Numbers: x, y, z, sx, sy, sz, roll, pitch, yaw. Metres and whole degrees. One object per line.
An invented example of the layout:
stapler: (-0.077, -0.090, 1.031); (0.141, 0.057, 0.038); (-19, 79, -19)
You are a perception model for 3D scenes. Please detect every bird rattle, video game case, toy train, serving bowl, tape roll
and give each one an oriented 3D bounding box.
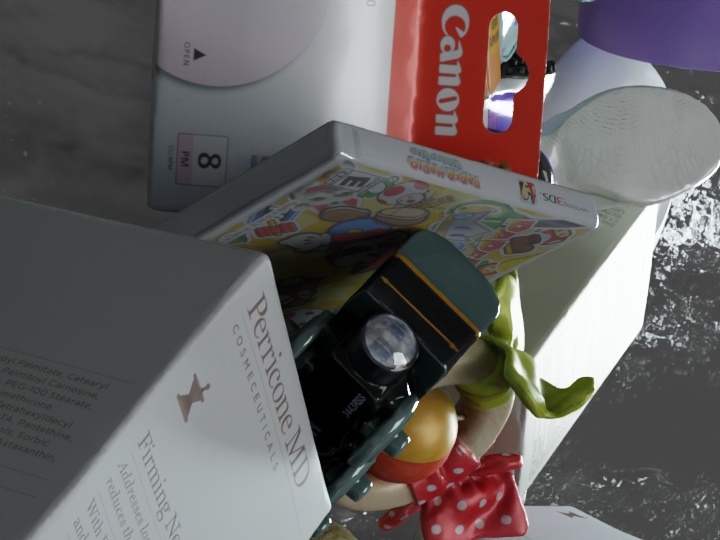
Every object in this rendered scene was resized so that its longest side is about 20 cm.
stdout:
bird rattle: (0.039, 0.086, 1.322); (0.162, 0.113, 0.200); (-3, 144, -34)
video game case: (-0.011, -0.010, 1.158); (0.181, 0.199, 0.023); (13, 60, -41)
toy train: (-0.008, 0.061, 1.149); (0.114, 0.085, 0.200); (-44, 176, -36)
serving bowl: (0.182, -0.065, 1.655); (0.200, 0.065, 0.202); (-34, 130, -52)
tape roll: (0.251, -0.202, 1.585); (0.200, 0.199, 0.086); (-28, 124, -54)

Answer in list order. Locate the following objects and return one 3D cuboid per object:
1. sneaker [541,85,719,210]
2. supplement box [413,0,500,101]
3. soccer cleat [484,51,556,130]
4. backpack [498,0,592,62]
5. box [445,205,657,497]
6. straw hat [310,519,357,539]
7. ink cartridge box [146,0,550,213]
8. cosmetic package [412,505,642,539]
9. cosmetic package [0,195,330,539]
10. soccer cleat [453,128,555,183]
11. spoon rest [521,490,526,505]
sneaker: (0.127, -0.065, 1.440); (0.088, 0.199, 0.076); (154, -78, -79)
supplement box: (0.038, -0.193, 1.207); (0.067, 0.068, 0.202); (-57, 143, -74)
soccer cleat: (0.056, -0.096, 1.422); (0.200, 0.068, 0.074); (-18, 131, -56)
backpack: (0.079, -0.219, 1.318); (0.178, 0.150, 0.201); (-4, 111, -84)
box: (0.101, 0.031, 1.486); (0.200, 0.108, 0.129); (-48, 150, -42)
straw hat: (-0.039, 0.179, 1.333); (0.201, 0.085, 0.203); (-31, 126, -53)
ink cartridge box: (-0.005, -0.106, 1.162); (0.057, 0.198, 0.164); (-47, 141, -81)
cosmetic package: (0.123, 0.276, 1.526); (0.164, 0.164, 0.201); (6, 102, -45)
cosmetic package: (-0.142, 0.099, 1.034); (0.200, 0.165, 0.168); (-52, 142, -39)
soccer cleat: (0.007, -0.057, 1.236); (0.084, 0.199, 0.065); (44, 58, -88)
spoon rest: (0.104, 0.171, 1.632); (0.200, 0.060, 0.100); (39, 65, -44)
